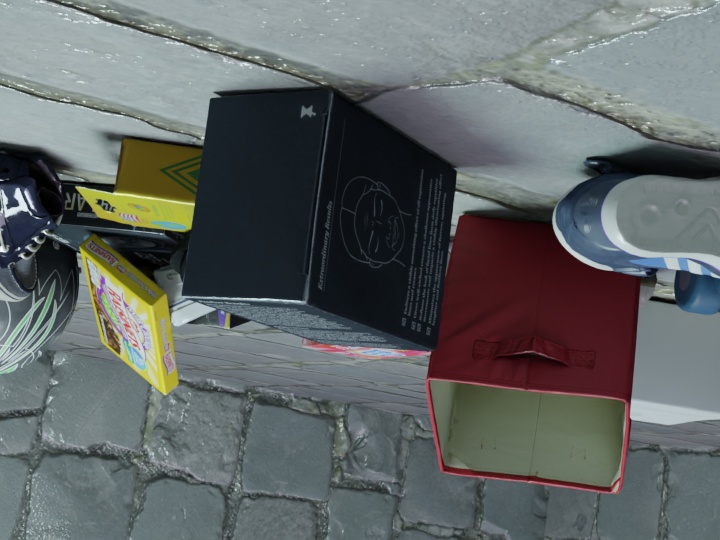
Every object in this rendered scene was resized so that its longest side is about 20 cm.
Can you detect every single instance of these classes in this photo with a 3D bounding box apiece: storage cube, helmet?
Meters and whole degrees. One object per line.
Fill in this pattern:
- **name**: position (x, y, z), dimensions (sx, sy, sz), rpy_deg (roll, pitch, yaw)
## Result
- **storage cube**: position (0.162, 0.074, 1.201), dimensions (0.171, 0.180, 0.200), rpy_deg (5, 145, 12)
- **helmet**: position (-0.404, 0.019, 1.448), dimensions (0.191, 0.200, 0.200), rpy_deg (36, -172, 35)

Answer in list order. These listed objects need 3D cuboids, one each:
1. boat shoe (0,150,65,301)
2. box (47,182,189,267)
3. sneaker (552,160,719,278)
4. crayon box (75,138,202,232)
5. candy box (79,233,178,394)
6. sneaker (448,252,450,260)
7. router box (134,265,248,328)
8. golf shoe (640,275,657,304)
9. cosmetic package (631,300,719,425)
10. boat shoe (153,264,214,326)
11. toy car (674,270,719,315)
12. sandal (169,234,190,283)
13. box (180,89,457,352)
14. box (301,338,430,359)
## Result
- **boat shoe**: position (-0.316, -0.036, 1.248), dimensions (0.093, 0.075, 0.200), rpy_deg (3, 146, 10)
- **box**: position (-0.238, -0.043, 1.379), dimensions (0.160, 0.044, 0.200), rpy_deg (6, 170, 13)
- **sneaker**: position (0.244, -0.032, 1.002), dimensions (0.200, 0.081, 0.146), rpy_deg (7, 179, -15)
- **crayon box**: position (-0.134, -0.066, 1.148), dimensions (0.200, 0.051, 0.127), rpy_deg (8, 170, -2)
- **candy box**: position (-0.235, 0.049, 1.367), dimensions (0.102, 0.026, 0.200), rpy_deg (35, 153, 17)
- **sneaker**: position (0.000, 0.000, 1.365), dimensions (0.108, 0.070, 0.200), rpy_deg (12, 172, -34)
- **router box**: position (-0.182, 0.021, 1.519), dimensions (0.157, 0.052, 0.200), rpy_deg (6, -173, 16)
- **golf shoe**: position (0.239, 0.041, 1.354), dimensions (0.073, 0.092, 0.200), rpy_deg (12, 168, -14)
- **cosmetic package**: position (0.313, 0.105, 1.566), dimensions (0.199, 0.123, 0.200), rpy_deg (9, 171, -8)
- **boat shoe**: position (-0.113, -0.012, 1.312), dimensions (0.200, 0.067, 0.074), rpy_deg (-26, -172, 7)
- **toy car**: position (0.379, 0.081, 1.155), dimensions (0.184, 0.200, 0.177), rpy_deg (10, 170, -8)
- **sandal**: position (-0.131, -0.002, 1.191), dimensions (0.075, 0.048, 0.200), rpy_deg (12, 165, -11)
- **box**: position (-0.024, -0.030, 0.984), dimensions (0.107, 0.149, 0.200), rpy_deg (2, 168, 30)
- **box**: position (0.020, 0.047, 1.539), dimensions (0.100, 0.096, 0.200), rpy_deg (11, 169, -25)
